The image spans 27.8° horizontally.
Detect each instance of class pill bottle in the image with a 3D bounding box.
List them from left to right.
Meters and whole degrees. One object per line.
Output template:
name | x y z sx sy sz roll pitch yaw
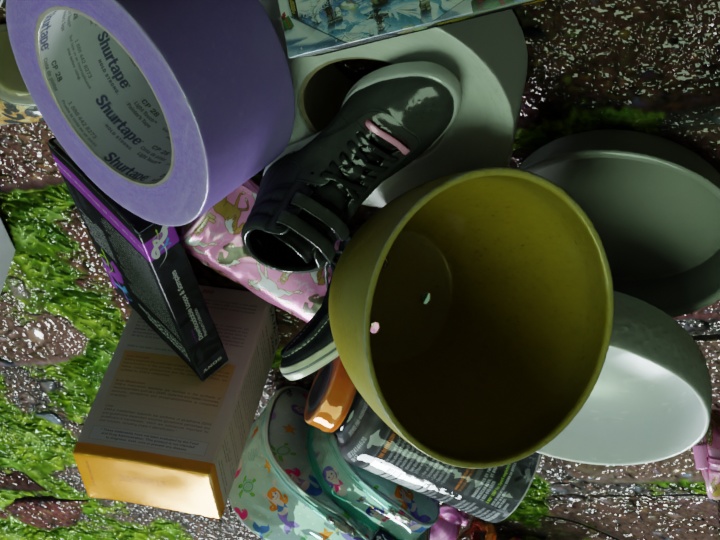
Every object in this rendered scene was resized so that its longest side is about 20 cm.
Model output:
pill bottle | 0.052 0.138 1.280 0.199 0.107 0.106 25 143 -13

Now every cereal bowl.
cereal bowl | 0.180 0.073 1.153 0.199 0.084 0.200 11 147 7

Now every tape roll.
tape roll | -0.143 -0.136 0.983 0.200 0.085 0.201 32 145 27
tape roll | 0.015 -0.133 1.015 0.201 0.071 0.203 10 143 7

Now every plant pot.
plant pot | 0.055 0.024 1.021 0.200 0.201 0.142 38 168 -28

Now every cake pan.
cake pan | 0.196 -0.034 1.107 0.199 0.037 0.201 10 143 8

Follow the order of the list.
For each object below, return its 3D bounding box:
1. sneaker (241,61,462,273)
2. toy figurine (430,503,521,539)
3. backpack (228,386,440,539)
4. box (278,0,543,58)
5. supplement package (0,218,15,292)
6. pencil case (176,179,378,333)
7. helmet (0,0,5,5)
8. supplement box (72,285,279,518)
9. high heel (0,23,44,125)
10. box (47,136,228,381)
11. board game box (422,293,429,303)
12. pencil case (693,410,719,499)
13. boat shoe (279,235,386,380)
sneaker | -0.008 -0.060 0.976 0.071 0.100 0.200 36 138 -23
toy figurine | 0.091 0.308 1.539 0.200 0.150 0.184 -33 116 19
backpack | -0.022 0.201 1.382 0.199 0.178 0.151 29 120 -11
box | 0.035 -0.214 0.862 0.199 0.040 0.138 -8 96 29
supplement package | -0.424 -0.013 1.234 0.199 0.148 0.191 14 159 1
pencil case | -0.057 -0.014 1.188 0.199 0.087 0.083 28 174 -18
helmet | -0.297 -0.239 0.885 0.200 0.190 0.201 21 119 43
supplement box | -0.157 0.109 1.284 0.125 0.201 0.074 8 140 12
high heel | -0.273 -0.127 1.141 0.199 0.072 0.143 9 153 6
box | -0.182 -0.012 1.210 0.143 0.036 0.200 42 158 34
board game box | 0.111 0.057 1.266 0.134 0.029 0.200 18 144 -2
pencil case | 0.390 0.161 1.244 0.199 0.083 0.087 0 142 21
boat shoe | 0.000 0.000 1.126 0.062 0.200 0.075 41 180 -10
